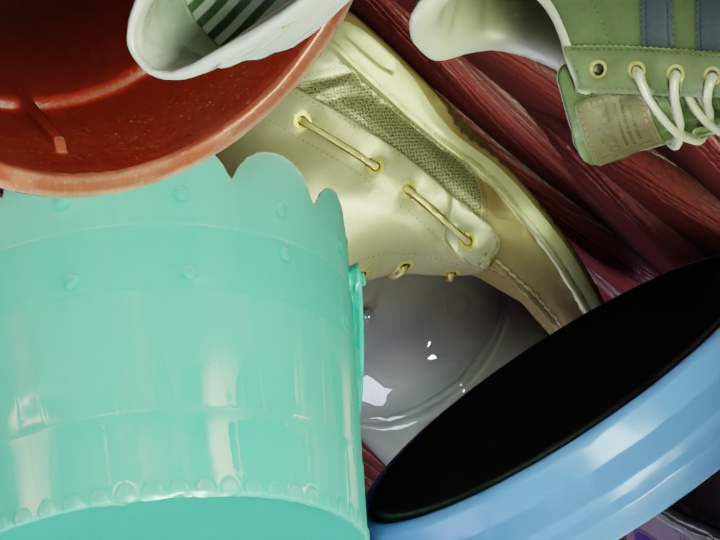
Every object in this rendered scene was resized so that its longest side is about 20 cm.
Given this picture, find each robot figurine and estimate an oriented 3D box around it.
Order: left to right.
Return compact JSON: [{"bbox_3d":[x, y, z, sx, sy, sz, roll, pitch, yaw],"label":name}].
[{"bbox_3d":[0.045,0.053,1.197,0.200,0.112,0.170,50,-167,-37],"label":"robot figurine"}]

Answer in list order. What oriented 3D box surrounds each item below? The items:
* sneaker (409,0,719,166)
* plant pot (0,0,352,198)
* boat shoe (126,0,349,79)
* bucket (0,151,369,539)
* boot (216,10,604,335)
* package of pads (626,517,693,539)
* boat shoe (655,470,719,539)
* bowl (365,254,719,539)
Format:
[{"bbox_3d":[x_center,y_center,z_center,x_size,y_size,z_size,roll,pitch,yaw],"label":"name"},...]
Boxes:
[{"bbox_3d":[0.098,-0.059,0.664,0.200,0.090,0.067,33,166,33],"label":"sneaker"},{"bbox_3d":[-0.125,-0.156,0.810,0.195,0.201,0.201,38,171,48],"label":"plant pot"},{"bbox_3d":[-0.008,-0.113,0.674,0.074,0.067,0.200,45,141,5],"label":"boat shoe"},{"bbox_3d":[-0.092,0.057,0.869,0.207,0.205,0.136,65,-167,-64],"label":"bucket"},{"bbox_3d":[0.000,0.000,1.022,0.200,0.156,0.073,45,175,-14],"label":"boot"},{"bbox_3d":[0.171,0.159,1.036,0.121,0.075,0.202,-126,29,-59],"label":"package of pads"},{"bbox_3d":[0.192,0.090,0.880,0.199,0.074,0.060,14,175,40],"label":"boat shoe"},{"bbox_3d":[0.086,0.058,0.893,0.040,0.200,0.200,57,166,-7],"label":"bowl"}]
